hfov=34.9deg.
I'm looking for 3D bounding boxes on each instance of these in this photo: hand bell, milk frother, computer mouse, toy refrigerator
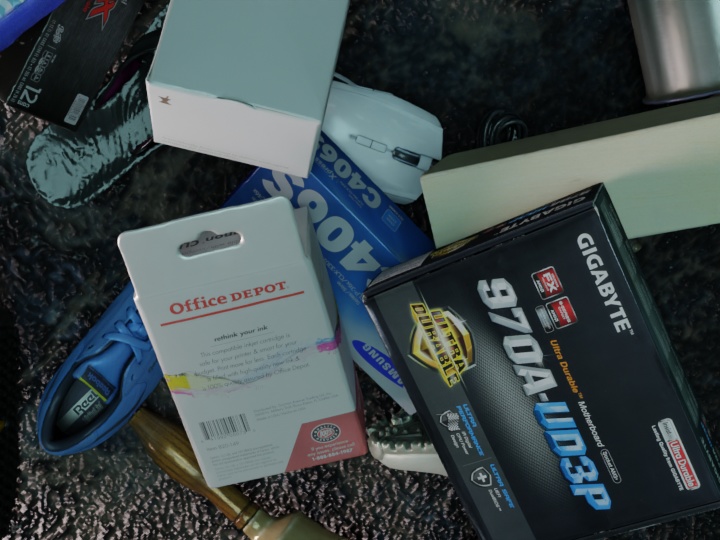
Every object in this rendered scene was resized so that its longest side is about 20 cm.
[{"bbox_3d":[-0.086,0.169,0.817,0.200,0.104,0.104,42,96,2],"label":"hand bell"},{"bbox_3d":[0.178,-0.198,0.709,0.197,0.181,0.191,-14,99,6],"label":"milk frother"},{"bbox_3d":[0.018,-0.082,0.790,0.197,0.044,0.111,19,100,-5],"label":"computer mouse"},{"bbox_3d":[0.145,-0.052,0.712,0.197,0.076,0.071,-11,102,22],"label":"toy refrigerator"}]

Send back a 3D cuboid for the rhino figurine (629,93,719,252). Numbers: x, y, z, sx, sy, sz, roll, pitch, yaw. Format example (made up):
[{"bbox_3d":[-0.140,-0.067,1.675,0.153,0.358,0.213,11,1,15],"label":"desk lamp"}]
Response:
[{"bbox_3d":[0.242,-0.076,0.750,0.198,0.060,0.088,-16,114,37],"label":"rhino figurine"}]

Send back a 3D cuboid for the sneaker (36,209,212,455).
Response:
[{"bbox_3d":[-0.153,0.048,0.792,0.066,0.078,0.201,39,95,-6],"label":"sneaker"}]

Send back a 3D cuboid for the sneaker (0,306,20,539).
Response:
[{"bbox_3d":[-0.296,0.120,0.810,0.088,0.070,0.204,7,98,9],"label":"sneaker"}]

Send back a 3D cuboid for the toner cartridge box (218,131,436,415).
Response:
[{"bbox_3d":[0.000,0.000,0.782,0.200,0.043,0.095,44,131,-8],"label":"toner cartridge box"}]

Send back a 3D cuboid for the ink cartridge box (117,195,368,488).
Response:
[{"bbox_3d":[-0.072,0.036,0.745,0.114,0.068,0.202,-12,121,4],"label":"ink cartridge box"}]

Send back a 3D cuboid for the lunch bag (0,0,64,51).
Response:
[{"bbox_3d":[-0.258,-0.218,0.690,0.169,0.127,0.202,-35,79,12],"label":"lunch bag"}]

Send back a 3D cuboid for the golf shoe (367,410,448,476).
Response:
[{"bbox_3d":[0.102,0.146,0.819,0.196,0.078,0.099,1,106,-1],"label":"golf shoe"}]

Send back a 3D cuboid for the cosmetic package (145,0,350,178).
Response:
[{"bbox_3d":[-0.058,-0.173,0.710,0.106,0.085,0.203,14,71,-3],"label":"cosmetic package"}]

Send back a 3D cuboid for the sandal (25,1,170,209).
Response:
[{"bbox_3d":[-0.145,-0.115,0.777,0.200,0.048,0.075,-43,98,6],"label":"sandal"}]

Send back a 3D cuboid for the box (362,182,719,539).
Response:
[{"bbox_3d":[0.113,0.069,0.699,0.157,0.046,0.202,-21,102,25],"label":"box"}]

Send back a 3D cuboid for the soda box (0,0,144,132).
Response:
[{"bbox_3d":[-0.178,-0.199,0.742,0.070,0.063,0.202,36,99,34],"label":"soda box"}]
